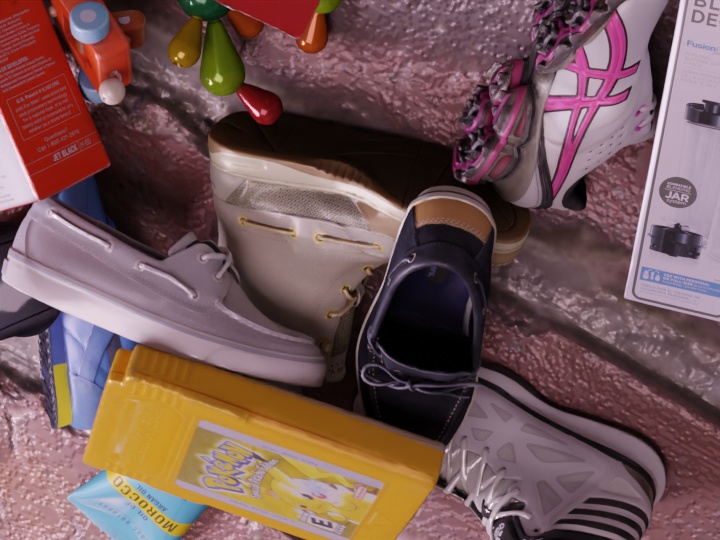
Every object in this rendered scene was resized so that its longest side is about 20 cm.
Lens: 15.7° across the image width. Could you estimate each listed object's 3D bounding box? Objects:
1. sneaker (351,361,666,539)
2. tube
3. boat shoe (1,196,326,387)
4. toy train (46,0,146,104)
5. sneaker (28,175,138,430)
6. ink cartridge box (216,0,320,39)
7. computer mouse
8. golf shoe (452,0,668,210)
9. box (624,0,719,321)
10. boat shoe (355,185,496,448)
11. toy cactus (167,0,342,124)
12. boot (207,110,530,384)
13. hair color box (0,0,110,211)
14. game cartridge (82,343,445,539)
[{"bbox_3d":[0.079,0.123,1.568,0.199,0.116,0.076,18,125,8],"label":"sneaker"},{"bbox_3d":[-0.111,0.122,1.681,0.077,0.050,0.200,44,129,-1],"label":"tube"},{"bbox_3d":[-0.108,0.010,1.531,0.199,0.072,0.069,21,93,8],"label":"boat shoe"},{"bbox_3d":[-0.157,-0.195,1.454,0.151,0.055,0.201,55,161,31],"label":"toy train"},{"bbox_3d":[-0.163,0.004,1.622,0.078,0.066,0.202,-7,114,-12],"label":"sneaker"},{"bbox_3d":[-0.059,-0.239,1.349,0.160,0.201,0.050,24,153,3],"label":"ink cartridge box"},{"bbox_3d":[-0.251,0.048,1.626,0.199,0.046,0.141,-8,101,46],"label":"computer mouse"},{"bbox_3d":[0.131,-0.113,1.440,0.092,0.073,0.200,20,133,-17],"label":"golf shoe"},{"bbox_3d":[0.195,-0.088,1.398,0.060,0.117,0.201,14,123,11],"label":"box"},{"bbox_3d":[0.035,0.043,1.487,0.074,0.062,0.201,12,133,1],"label":"boat shoe"},{"bbox_3d":[-0.076,-0.188,1.456,0.164,0.102,0.201,31,134,11],"label":"toy cactus"},{"bbox_3d":[0.000,0.000,1.548,0.199,0.072,0.156,16,124,16],"label":"boot"},{"bbox_3d":[-0.229,-0.135,1.508,0.101,0.061,0.201,-10,106,50],"label":"hair color box"},{"bbox_3d":[-0.062,0.112,1.563,0.199,0.033,0.176,17,156,-4],"label":"game cartridge"}]
